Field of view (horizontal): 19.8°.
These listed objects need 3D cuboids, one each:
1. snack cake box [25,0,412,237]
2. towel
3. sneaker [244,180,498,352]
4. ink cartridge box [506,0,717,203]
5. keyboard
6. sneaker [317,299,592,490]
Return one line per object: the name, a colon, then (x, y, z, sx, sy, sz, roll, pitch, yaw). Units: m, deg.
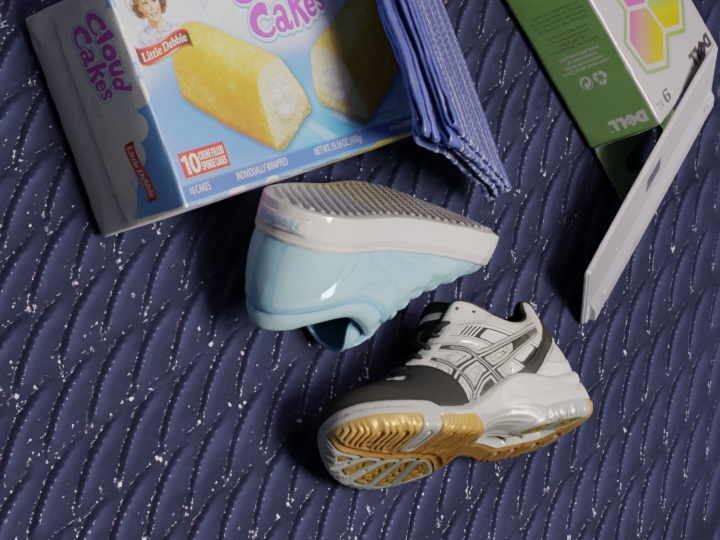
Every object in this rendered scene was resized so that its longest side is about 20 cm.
snack cake box: (-0.062, -0.100, 1.056, 0.199, 0.067, 0.116, -22, 94, -48)
towel: (0.037, -0.117, 1.123, 0.200, 0.024, 0.146, 29, 42, -76)
sneaker: (0.000, 0.000, 1.103, 0.199, 0.074, 0.082, 3, 111, -54)
ink cartridge box: (0.167, -0.149, 1.318, 0.201, 0.059, 0.104, 58, 43, -16)
keyboard: (0.182, -0.056, 1.294, 0.201, 0.011, 0.056, -58, 155, -29)
sneaker: (0.039, 0.061, 1.120, 0.199, 0.076, 0.088, -3, 64, -50)
